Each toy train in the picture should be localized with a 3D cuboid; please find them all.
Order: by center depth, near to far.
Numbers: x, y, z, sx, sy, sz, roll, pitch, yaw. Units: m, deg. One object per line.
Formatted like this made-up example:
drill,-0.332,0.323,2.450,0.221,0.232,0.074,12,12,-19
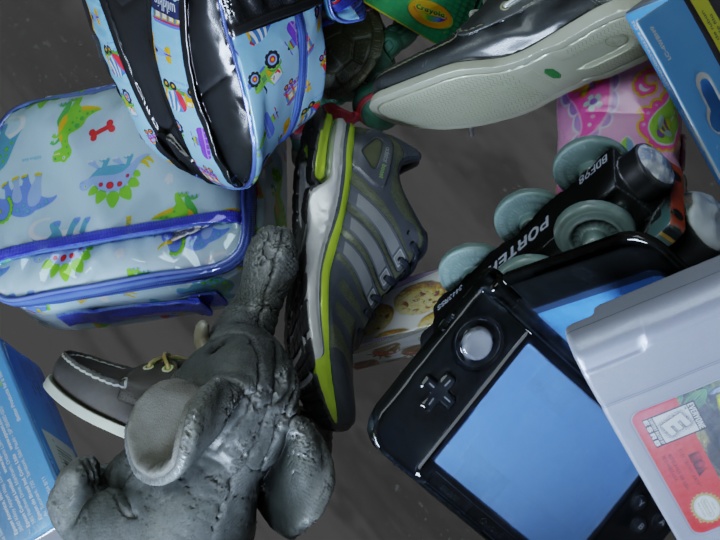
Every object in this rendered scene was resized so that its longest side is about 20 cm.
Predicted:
toy train,0.126,0.006,1.366,0.200,0.114,0.085,-43,28,33

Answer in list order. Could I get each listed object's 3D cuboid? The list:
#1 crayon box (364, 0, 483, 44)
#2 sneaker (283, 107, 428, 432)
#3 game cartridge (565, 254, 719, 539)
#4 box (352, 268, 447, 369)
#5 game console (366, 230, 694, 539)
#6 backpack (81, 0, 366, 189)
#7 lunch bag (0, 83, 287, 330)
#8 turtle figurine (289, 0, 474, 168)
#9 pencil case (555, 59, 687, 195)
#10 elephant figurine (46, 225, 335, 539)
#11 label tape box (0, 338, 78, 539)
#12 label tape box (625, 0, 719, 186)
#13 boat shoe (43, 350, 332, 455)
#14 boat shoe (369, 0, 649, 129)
crayon box,0.013,-0.233,1.519,0.200,0.058,0.119,31,43,10
sneaker,0.000,0.000,1.432,0.081,0.074,0.200,6,76,-10
game cartridge,0.209,0.080,1.255,0.133,0.200,0.041,-26,32,11
box,0.079,0.016,1.458,0.200,0.039,0.041,-14,63,16
game console,0.138,0.090,1.292,0.176,0.200,0.116,-51,25,-5
backpack,-0.085,-0.158,1.432,0.134,0.200,0.183,-27,27,-28
lunch bag,-0.147,-0.045,1.556,0.200,0.082,0.161,-8,68,20
turtle figurine,0.001,-0.140,1.531,0.150,0.101,0.200,-28,54,7
pencil case,0.166,-0.125,1.463,0.087,0.087,0.200,-4,66,20
elephant figurine,-0.083,0.099,1.352,0.155,0.141,0.200,45,116,17
label tape box,-0.279,0.159,1.526,0.200,0.063,0.144,-31,60,7
label tape box,0.221,-0.108,1.342,0.066,0.200,0.143,-22,101,47
boat shoe,-0.106,0.085,1.478,0.201,0.072,0.061,21,102,21
boat shoe,0.095,-0.139,1.423,0.200,0.072,0.068,-21,59,27
